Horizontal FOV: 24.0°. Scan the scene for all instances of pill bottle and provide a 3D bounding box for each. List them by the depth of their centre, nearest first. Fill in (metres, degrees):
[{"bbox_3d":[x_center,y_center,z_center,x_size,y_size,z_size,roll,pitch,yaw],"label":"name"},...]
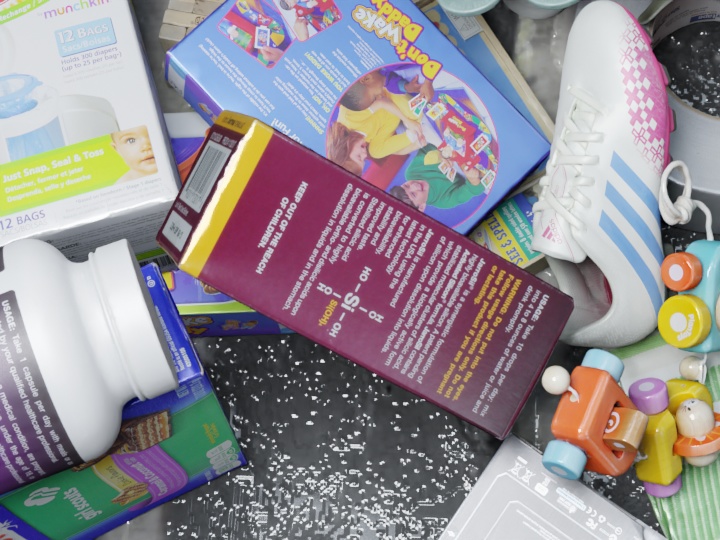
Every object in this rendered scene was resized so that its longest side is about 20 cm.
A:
[{"bbox_3d":[-0.193,0.056,0.818,0.198,0.113,0.113,-20,70,-4],"label":"pill bottle"}]

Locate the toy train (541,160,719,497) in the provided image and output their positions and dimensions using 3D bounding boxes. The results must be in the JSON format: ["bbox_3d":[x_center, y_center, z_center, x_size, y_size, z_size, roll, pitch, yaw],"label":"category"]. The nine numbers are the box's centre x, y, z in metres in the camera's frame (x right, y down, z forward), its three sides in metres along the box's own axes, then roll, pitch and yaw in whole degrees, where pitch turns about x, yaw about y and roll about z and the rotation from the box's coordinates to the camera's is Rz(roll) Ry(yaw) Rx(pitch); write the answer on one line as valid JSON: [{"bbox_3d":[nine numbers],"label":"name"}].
[{"bbox_3d":[0.176,0.046,0.943,0.055,0.150,0.201,9,60,39],"label":"toy train"}]

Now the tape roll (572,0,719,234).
[{"bbox_3d":[0.230,-0.127,1.070,0.197,0.066,0.203,-1,70,2],"label":"tape roll"}]

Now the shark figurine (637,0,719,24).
[{"bbox_3d":[0.239,-0.216,1.042,0.089,0.128,0.216,23,52,-15],"label":"shark figurine"}]

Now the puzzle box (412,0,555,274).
[{"bbox_3d":[0.054,-0.078,1.082,0.132,0.025,0.201,-30,71,-7],"label":"puzzle box"}]

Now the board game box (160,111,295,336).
[{"bbox_3d":[-0.132,-0.028,1.062,0.197,0.045,0.136,-3,70,2],"label":"board game box"}]

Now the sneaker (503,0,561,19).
[{"bbox_3d":[0.158,-0.269,1.100,0.073,0.116,0.201,28,72,14],"label":"sneaker"}]

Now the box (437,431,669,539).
[{"bbox_3d":[0.122,0.212,0.946,0.199,0.048,0.159,33,85,14],"label":"box"}]

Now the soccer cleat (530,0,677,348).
[{"bbox_3d":[0.135,-0.052,0.978,0.086,0.070,0.203,-12,100,-31],"label":"soccer cleat"}]

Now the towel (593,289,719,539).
[{"bbox_3d":[0.229,0.083,1.017,0.151,0.023,0.202,-16,69,-4],"label":"towel"}]

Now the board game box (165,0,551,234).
[{"bbox_3d":[-0.002,-0.096,1.024,0.134,0.045,0.200,-43,86,-14],"label":"board game box"}]

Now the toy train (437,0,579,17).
[{"bbox_3d":[0.112,-0.219,0.999,0.197,0.085,0.115,-4,61,16],"label":"toy train"}]

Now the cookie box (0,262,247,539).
[{"bbox_3d":[-0.176,0.099,0.952,0.198,0.172,0.076,-25,67,-6],"label":"cookie box"}]

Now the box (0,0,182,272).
[{"bbox_3d":[-0.176,-0.097,1.011,0.111,0.102,0.202,-15,69,-3],"label":"box"}]

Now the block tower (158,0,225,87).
[{"bbox_3d":[-0.081,-0.218,1.124,0.053,0.058,0.202,11,72,8],"label":"block tower"}]

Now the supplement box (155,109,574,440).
[{"bbox_3d":[0.000,0.000,0.908,0.199,0.110,0.086,28,91,-15],"label":"supplement box"}]
